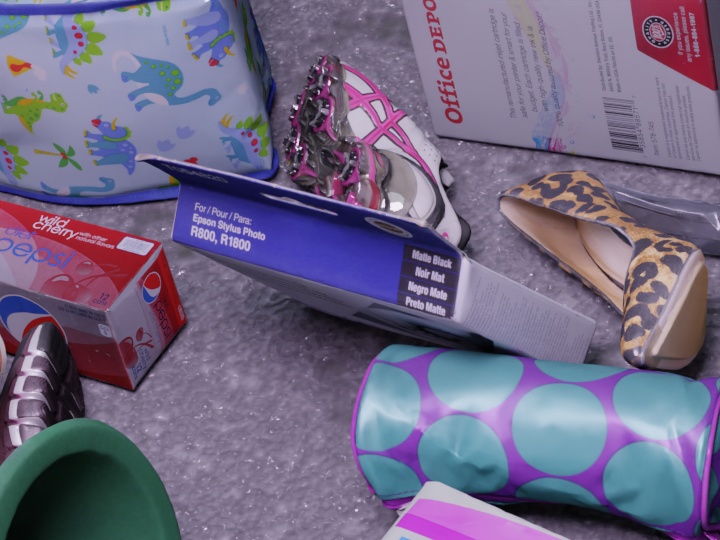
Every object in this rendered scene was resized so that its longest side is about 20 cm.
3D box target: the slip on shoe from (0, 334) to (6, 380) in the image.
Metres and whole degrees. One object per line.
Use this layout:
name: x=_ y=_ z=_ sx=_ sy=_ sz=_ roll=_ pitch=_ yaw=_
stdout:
slip on shoe: x=-0.251 y=0.037 z=1.538 sx=0.061 sy=0.074 sz=0.200 roll=-26 pitch=12 yaw=-29

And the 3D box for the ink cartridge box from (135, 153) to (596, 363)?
ink cartridge box: x=0.000 y=0.000 z=1.448 sx=0.199 sy=0.200 sz=0.041 roll=15 pitch=82 yaw=35

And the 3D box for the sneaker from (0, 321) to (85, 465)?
sneaker: x=-0.221 y=0.113 z=1.487 sx=0.115 sy=0.076 sz=0.200 roll=-10 pitch=43 yaw=11

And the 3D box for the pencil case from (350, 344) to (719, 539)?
pencil case: x=0.101 y=0.093 z=1.404 sx=0.199 sy=0.085 sz=0.093 roll=4 pitch=81 yaw=19

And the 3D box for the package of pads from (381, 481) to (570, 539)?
package of pads: x=0.071 y=0.204 z=1.309 sx=0.200 sy=0.068 sz=0.155 roll=20 pitch=53 yaw=33

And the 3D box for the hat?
hat: x=-0.216 y=0.172 z=1.381 sx=0.176 sy=0.166 sz=0.200 roll=-6 pitch=20 yaw=32

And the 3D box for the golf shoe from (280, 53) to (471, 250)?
golf shoe: x=0.008 y=-0.064 z=1.621 sx=0.092 sy=0.073 sz=0.200 roll=18 pitch=25 yaw=-22

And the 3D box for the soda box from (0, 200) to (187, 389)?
soda box: x=-0.207 y=0.005 z=1.596 sx=0.200 sy=0.070 sz=0.063 roll=15 pitch=50 yaw=28

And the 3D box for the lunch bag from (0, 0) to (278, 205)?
lunch bag: x=-0.165 y=-0.133 z=1.655 sx=0.199 sy=0.170 sz=0.128 roll=-12 pitch=43 yaw=7

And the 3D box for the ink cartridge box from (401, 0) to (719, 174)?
ink cartridge box: x=0.144 y=-0.167 z=1.619 sx=0.199 sy=0.146 sz=0.145 roll=9 pitch=48 yaw=24

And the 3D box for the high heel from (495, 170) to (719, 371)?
high heel: x=0.125 y=0.003 z=1.485 sx=0.142 sy=0.072 sz=0.200 roll=8 pitch=26 yaw=16
